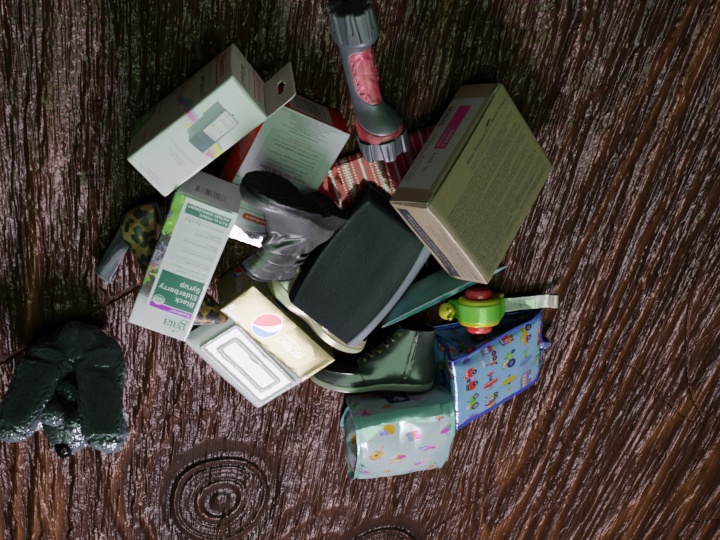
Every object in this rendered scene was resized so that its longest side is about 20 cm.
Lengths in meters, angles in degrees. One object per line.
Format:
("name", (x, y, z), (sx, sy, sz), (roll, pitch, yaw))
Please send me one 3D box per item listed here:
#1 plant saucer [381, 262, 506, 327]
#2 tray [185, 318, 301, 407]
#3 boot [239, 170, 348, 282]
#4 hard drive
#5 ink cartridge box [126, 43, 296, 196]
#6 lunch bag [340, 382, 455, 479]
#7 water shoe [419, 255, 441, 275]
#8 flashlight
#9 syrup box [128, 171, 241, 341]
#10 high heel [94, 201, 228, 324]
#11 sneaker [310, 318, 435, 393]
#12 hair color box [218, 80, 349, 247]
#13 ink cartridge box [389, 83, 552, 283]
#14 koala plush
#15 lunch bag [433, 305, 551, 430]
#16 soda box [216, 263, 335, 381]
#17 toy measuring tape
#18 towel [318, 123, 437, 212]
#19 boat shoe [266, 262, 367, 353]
("plant saucer", (0.113, 0.024, 1.268), (0.198, 0.036, 0.200), (-26, 174, -3))
("tray", (-0.172, 0.140, 1.356), (0.107, 0.022, 0.200), (-31, 128, 10))
("boot", (-0.106, -0.042, 1.088), (0.132, 0.070, 0.199), (-46, 150, 15))
("hard drive", (0.000, 0.000, 1.189), (0.134, 0.042, 0.201), (36, 109, -3))
("ink cartridge box", (-0.174, -0.190, 1.033), (0.199, 0.118, 0.067), (-35, 121, 13))
("lunch bag", (0.059, 0.253, 1.412), (0.168, 0.123, 0.201), (-7, 153, -8))
("water shoe", (0.071, -0.028, 1.249), (0.198, 0.079, 0.072), (-26, 129, 6))
("flashlight", (0.012, -0.231, 1.082), (0.067, 0.068, 0.201), (-14, 130, -1))
("syrup box", (-0.219, -0.019, 1.102), (0.078, 0.082, 0.201), (20, 117, -13))
("high heel", (-0.242, -0.005, 1.188), (0.199, 0.072, 0.143), (28, 123, -21))
("sneaker", (0.019, 0.127, 1.376), (0.197, 0.075, 0.107), (1, 110, -7))
("hair color box", (-0.111, -0.128, 1.135), (0.110, 0.064, 0.201), (19, 119, -28))
("ink cartridge box", (0.147, -0.113, 1.140), (0.165, 0.075, 0.201), (47, 67, -36))
("koala plush", (-0.412, 0.193, 1.270), (0.175, 0.186, 0.201), (7, 147, -9))
("lunch bag", (0.221, 0.145, 1.428), (0.198, 0.094, 0.152), (-18, 128, -12))
("soda box", (-0.122, 0.075, 1.287), (0.064, 0.068, 0.200), (-35, 128, 13))
("toy measuring tape", (0.219, 0.059, 1.355), (0.197, 0.074, 0.074), (-3, 128, -8))
("towel", (0.044, -0.105, 1.198), (0.198, 0.023, 0.146), (-19, 114, 2))
("boat shoe", (-0.049, 0.050, 1.287), (0.065, 0.072, 0.200), (-38, 122, 17))
